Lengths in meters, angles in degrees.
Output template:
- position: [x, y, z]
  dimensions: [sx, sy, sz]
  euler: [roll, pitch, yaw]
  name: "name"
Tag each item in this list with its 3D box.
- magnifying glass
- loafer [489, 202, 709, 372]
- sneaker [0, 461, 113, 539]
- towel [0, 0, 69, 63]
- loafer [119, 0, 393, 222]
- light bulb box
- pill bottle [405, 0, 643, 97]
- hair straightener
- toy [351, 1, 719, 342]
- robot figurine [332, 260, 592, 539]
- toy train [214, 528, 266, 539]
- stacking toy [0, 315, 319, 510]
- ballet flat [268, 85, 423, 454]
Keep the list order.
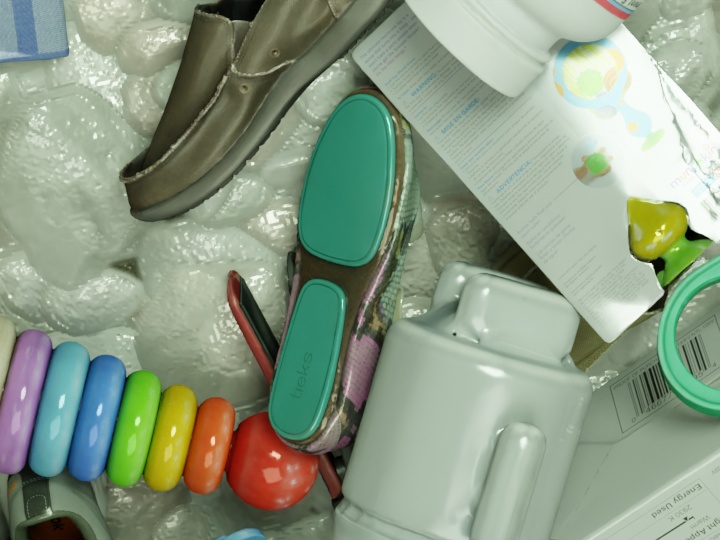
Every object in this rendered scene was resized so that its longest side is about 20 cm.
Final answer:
- position: [0.226, -0.012, 1.340]
  dimensions: [0.079, 0.022, 0.201]
  euler: [31, 78, 21]
  name: "magnifying glass"
- position: [0.123, 0.006, 1.380]
  dimensions: [0.076, 0.068, 0.200]
  euler: [29, 115, -17]
  name: "loafer"
- position: [-0.161, 0.189, 1.469]
  dimensions: [0.073, 0.080, 0.201]
  euler: [-16, 121, 5]
  name: "sneaker"
- position: [-0.227, -0.191, 1.279]
  dimensions: [0.145, 0.024, 0.201]
  euler: [-6, 122, -2]
  name: "towel"
- position: [-0.062, -0.110, 1.312]
  dimensions: [0.071, 0.073, 0.200]
  euler: [40, 105, -13]
  name: "loafer"
- position: [0.227, 0.141, 1.429]
  dimensions: [0.198, 0.125, 0.200]
  euler: [-35, 117, 16]
  name: "light bulb box"
- position: [0.114, -0.184, 1.236]
  dimensions: [0.109, 0.109, 0.200]
  euler: [38, 106, -21]
  name: "pill bottle"
- position: [-0.004, 0.076, 1.428]
  dimensions: [0.076, 0.041, 0.201]
  euler: [-20, 113, 9]
  name: "hair straightener"
- position: [0.104, -0.075, 1.319]
  dimensions: [0.115, 0.047, 0.200]
  euler: [-42, 84, 3]
  name: "toy"
- position: [0.052, 0.100, 1.330]
  dimensions: [0.112, 0.170, 0.202]
  euler: [15, 95, -15]
  name: "robot figurine"
- position: [-0.063, 0.219, 1.442]
  dimensions: [0.114, 0.087, 0.200]
  euler: [-41, 154, 3]
  name: "toy train"
- position: [-0.119, 0.086, 1.401]
  dimensions: [0.198, 0.086, 0.086]
  euler: [13, 119, -6]
  name: "stacking toy"
- position: [0.000, 0.000, 1.363]
  dimensions: [0.071, 0.069, 0.202]
  euler: [-1, 106, -51]
  name: "ballet flat"
